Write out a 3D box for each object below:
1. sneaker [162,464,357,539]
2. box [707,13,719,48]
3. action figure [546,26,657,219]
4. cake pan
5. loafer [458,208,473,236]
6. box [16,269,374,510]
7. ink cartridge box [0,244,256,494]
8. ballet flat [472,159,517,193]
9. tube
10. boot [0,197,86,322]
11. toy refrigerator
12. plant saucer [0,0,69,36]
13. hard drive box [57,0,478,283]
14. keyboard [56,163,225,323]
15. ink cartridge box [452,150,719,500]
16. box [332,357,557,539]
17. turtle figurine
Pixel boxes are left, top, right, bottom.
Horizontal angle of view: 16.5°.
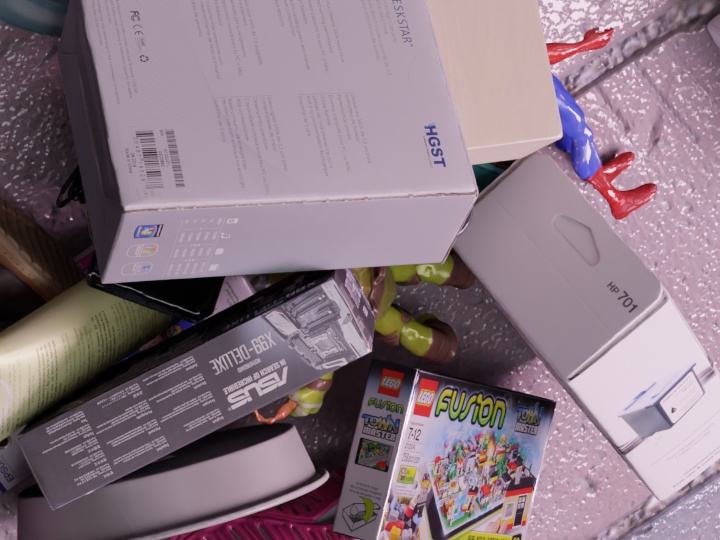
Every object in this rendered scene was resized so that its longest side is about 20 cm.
[{"bbox_3d":[-0.055,0.193,1.602,0.199,0.082,0.089,-9,134,-28],"label":"sneaker"},{"bbox_3d":[0.356,-0.150,1.630,0.200,0.106,0.153,-39,123,-5],"label":"box"},{"bbox_3d":[0.134,-0.131,1.559,0.099,0.065,0.200,-42,125,8],"label":"action figure"},{"bbox_3d":[-0.119,0.131,1.496,0.199,0.200,0.037,-15,93,-18],"label":"cake pan"},{"bbox_3d":[-0.034,-0.047,1.475,0.198,0.063,0.072,6,78,-10],"label":"loafer"},{"bbox_3d":[-0.089,0.059,1.423,0.199,0.158,0.050,-27,95,3],"label":"box"},{"bbox_3d":[-0.162,0.042,1.518,0.199,0.037,0.095,-36,124,-9],"label":"ink cartridge box"},{"bbox_3d":[0.029,-0.099,1.524,0.199,0.073,0.068,15,151,-34],"label":"ballet flat"},{"bbox_3d":[-0.160,0.036,1.393,0.200,0.052,0.058,-36,103,-41],"label":"tube"},{"bbox_3d":[-0.265,0.025,1.443,0.200,0.072,0.167,36,104,-24],"label":"boot"},{"bbox_3d":[0.053,-0.164,1.452,0.075,0.070,0.202,-9,84,-21],"label":"toy refrigerator"},{"bbox_3d":[-0.151,-0.224,1.405,0.199,0.027,0.202,-10,117,-20],"label":"plant saucer"},{"bbox_3d":[-0.053,-0.082,1.361,0.198,0.157,0.077,-3,149,-18],"label":"hard drive box"},{"bbox_3d":[-0.109,-0.072,1.423,0.104,0.040,0.201,22,67,-13],"label":"keyboard"},{"bbox_3d":[0.151,0.036,1.558,0.086,0.147,0.200,-40,145,3],"label":"ink cartridge box"},{"bbox_3d":[0.057,0.123,1.588,0.200,0.035,0.111,15,88,-59],"label":"box"},{"bbox_3d":[0.000,0.000,1.545,0.161,0.064,0.202,10,83,-41],"label":"turtle figurine"}]
